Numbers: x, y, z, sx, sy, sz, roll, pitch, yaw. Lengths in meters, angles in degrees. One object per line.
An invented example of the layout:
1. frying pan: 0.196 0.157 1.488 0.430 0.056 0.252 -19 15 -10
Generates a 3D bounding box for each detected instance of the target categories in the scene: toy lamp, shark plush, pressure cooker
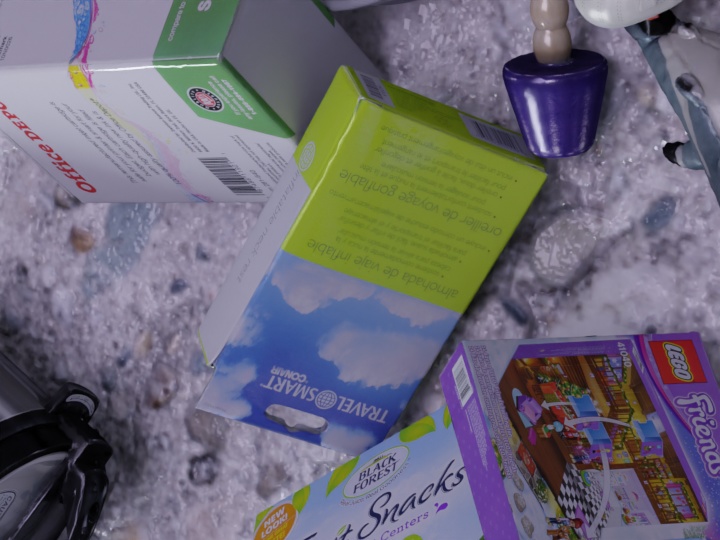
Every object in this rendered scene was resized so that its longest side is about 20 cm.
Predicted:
1. toy lamp: 0.096 -0.157 1.124 0.058 0.058 0.201 7 116 33
2. shark plush: 0.170 -0.071 1.100 0.200 0.091 0.083 46 147 17
3. pressure cooker: -0.252 0.132 1.333 0.200 0.178 0.176 40 134 25

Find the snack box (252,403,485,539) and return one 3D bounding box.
1. snack box: 0.022 0.168 1.159 0.200 0.169 0.068 -31 122 31

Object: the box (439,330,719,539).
1. box: 0.129 0.125 1.062 0.039 0.136 0.200 118 144 -51

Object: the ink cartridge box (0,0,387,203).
1. ink cartridge box: -0.109 -0.107 1.223 0.199 0.145 0.084 1 61 34

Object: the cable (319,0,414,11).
1. cable: 0.003 -0.243 1.194 0.200 0.069 0.200 -44 72 29

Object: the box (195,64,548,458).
1. box: 0.000 0.000 1.184 0.200 0.122 0.048 -60 28 21

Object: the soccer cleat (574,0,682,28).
1. soccer cleat: 0.173 -0.198 1.055 0.200 0.078 0.069 -41 62 15
